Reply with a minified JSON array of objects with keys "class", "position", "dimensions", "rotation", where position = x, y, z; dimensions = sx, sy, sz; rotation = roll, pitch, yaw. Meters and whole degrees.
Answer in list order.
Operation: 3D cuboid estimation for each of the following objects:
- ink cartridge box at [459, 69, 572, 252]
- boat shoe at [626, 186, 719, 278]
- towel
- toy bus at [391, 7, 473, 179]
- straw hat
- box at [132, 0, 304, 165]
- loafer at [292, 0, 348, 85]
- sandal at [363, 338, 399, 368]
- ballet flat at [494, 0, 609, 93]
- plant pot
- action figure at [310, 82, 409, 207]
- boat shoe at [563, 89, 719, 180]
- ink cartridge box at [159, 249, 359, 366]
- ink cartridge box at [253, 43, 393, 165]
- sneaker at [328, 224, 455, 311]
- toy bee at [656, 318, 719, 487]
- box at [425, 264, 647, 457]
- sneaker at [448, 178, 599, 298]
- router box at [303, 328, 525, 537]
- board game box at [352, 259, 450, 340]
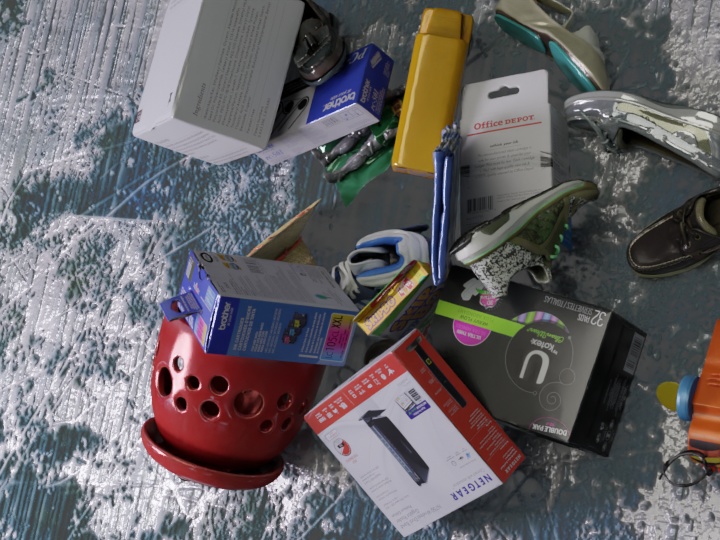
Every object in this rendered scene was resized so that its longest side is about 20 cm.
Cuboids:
[{"class":"ink cartridge box","position":[0.179,-0.119,1.635],"dimensions":[0.116,0.068,0.201],"rotation":[-7,73,28]},{"class":"boat shoe","position":[0.367,-0.054,1.505],"dimensions":[0.199,0.065,0.073],"rotation":[-28,65,23]},{"class":"towel","position":[0.091,-0.076,1.546],"dimensions":[0.024,0.200,0.148],"rotation":[4,105,6]},{"class":"toy bus","position":[0.086,-0.211,1.675],"dimensions":[0.065,0.078,0.201],"rotation":[11,86,6]},{"class":"straw hat","position":[-0.098,0.002,1.733],"dimensions":[0.201,0.201,0.085],"rotation":[-35,95,18]},{"class":"box","position":[-0.183,-0.253,1.801],"dimensions":[0.199,0.130,0.201],"rotation":[-4,70,67]},{"class":"loafer","position":[-0.063,-0.291,1.772],"dimensions":[0.072,0.063,0.200],"rotation":[-36,24,13]},{"class":"sandal","position":[0.052,0.165,1.636],"dimensions":[0.082,0.055,0.201],"rotation":[-31,65,20]},{"class":"ballet flat","position":[0.236,-0.271,1.650],"dimensions":[0.070,0.069,0.200],"rotation":[-50,57,9]},{"class":"plant pot","position":[-0.154,0.149,1.681],"dimensions":[0.200,0.200,0.183],"rotation":[25,105,33]},{"class":"action figure","position":[0.033,-0.182,1.752],"dimensions":[0.200,0.055,0.118],"rotation":[-36,58,13]},{"class":"boat shoe","position":[0.313,-0.150,1.563],"dimensions":[0.201,0.074,0.065],"rotation":[16,80,26]},{"class":"ink cartridge box","position":[-0.119,0.040,1.585],"dimensions":[0.136,0.199,0.077],"rotation":[-132,55,-61]},{"class":"ink cartridge box","position":[-0.050,-0.205,1.764],"dimensions":[0.200,0.044,0.094],"rotation":[-18,48,43]},{"class":"sneaker","position":[0.000,0.000,1.660],"dimensions":[0.199,0.146,0.081],"rotation":[-13,70,27]},{"class":"toy bee","position":[0.355,0.154,1.446],"dimensions":[0.200,0.109,0.131],"rotation":[-44,47,-16]},{"class":"box","position":[0.182,0.098,1.539],"dimensions":[0.199,0.124,0.149],"rotation":[16,84,32]},{"class":"sneaker","position":[0.185,-0.030,1.507],"dimensions":[0.089,0.200,0.077],"rotation":[63,151,-2]},{"class":"router box","position":[0.054,0.179,1.534],"dimensions":[0.180,0.049,0.200],"rotation":[49,139,1]},{"class":"board game box","position":[0.063,0.036,1.581],"dimensions":[0.096,0.200,0.030],"rotation":[-46,68,11]}]
